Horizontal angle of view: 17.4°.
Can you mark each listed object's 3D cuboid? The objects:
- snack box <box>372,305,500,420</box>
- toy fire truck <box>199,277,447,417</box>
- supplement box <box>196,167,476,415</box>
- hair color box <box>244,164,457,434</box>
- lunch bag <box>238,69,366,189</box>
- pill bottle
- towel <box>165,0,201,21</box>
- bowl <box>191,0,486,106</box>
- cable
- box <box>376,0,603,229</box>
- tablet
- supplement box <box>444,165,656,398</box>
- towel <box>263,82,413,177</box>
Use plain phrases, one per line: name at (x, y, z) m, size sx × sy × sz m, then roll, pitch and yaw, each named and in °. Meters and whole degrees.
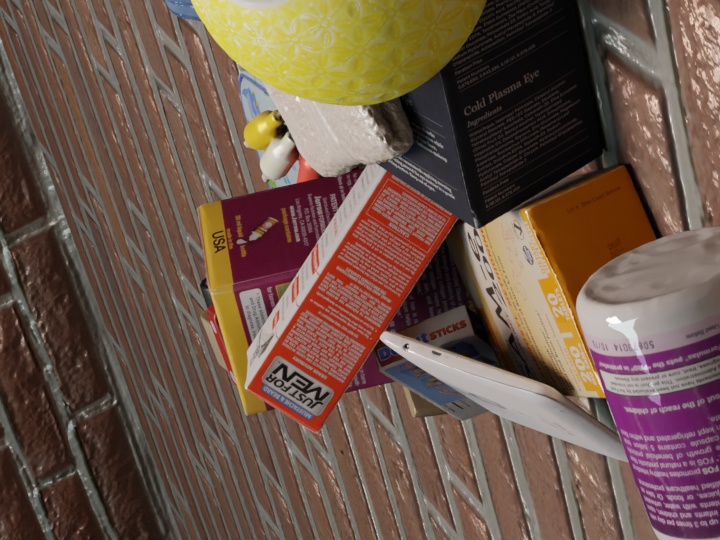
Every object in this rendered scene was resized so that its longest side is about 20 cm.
snack box at (0.072, 0.068, 1.656) m, size 0.200 × 0.071 × 0.024 m, roll 36°, pitch -144°, yaw -67°
toy fire truck at (-0.017, 0.053, 1.918) m, size 0.200 × 0.175 × 0.129 m, roll 30°, pitch 142°, yaw 67°
supplement box at (-0.007, 0.007, 1.705) m, size 0.104 × 0.198 × 0.132 m, roll -103°, pitch 1°, yaw -49°
hair color box at (0.000, 0.000, 1.572) m, size 0.064 × 0.201 × 0.111 m, roll 33°, pitch -172°, yaw -8°
lunch bag at (-0.026, -0.094, 1.893) m, size 0.200 × 0.082 × 0.162 m, roll 37°, pitch 150°, yaw 64°
pill bottle at (0.197, 0.087, 1.277) m, size 0.201 × 0.112 × 0.112 m, roll 69°, pitch 166°, yaw -15°
towel at (-0.106, -0.259, 1.627) m, size 0.111 × 0.049 × 0.201 m, roll 10°, pitch 138°, yaw 23°
bowl at (-0.034, -0.188, 1.272) m, size 0.199 × 0.107 × 0.202 m, roll 4°, pitch 97°, yaw 35°
cable at (-0.039, -0.108, 1.705) m, size 0.097 × 0.050 × 0.200 m, roll 42°, pitch 160°, yaw 11°
box at (0.038, -0.156, 1.435) m, size 0.200 × 0.104 × 0.183 m, roll 36°, pitch 150°, yaw 48°
tablet at (0.104, 0.087, 1.548) m, size 0.129 × 0.014 × 0.200 m, roll 19°, pitch 172°, yaw 29°
supplement box at (0.129, 0.010, 1.491) m, size 0.127 × 0.073 × 0.200 m, roll 66°, pitch 168°, yaw -3°
towel at (-0.040, -0.151, 1.428) m, size 0.201 × 0.034 × 0.132 m, roll 63°, pitch 161°, yaw -7°
